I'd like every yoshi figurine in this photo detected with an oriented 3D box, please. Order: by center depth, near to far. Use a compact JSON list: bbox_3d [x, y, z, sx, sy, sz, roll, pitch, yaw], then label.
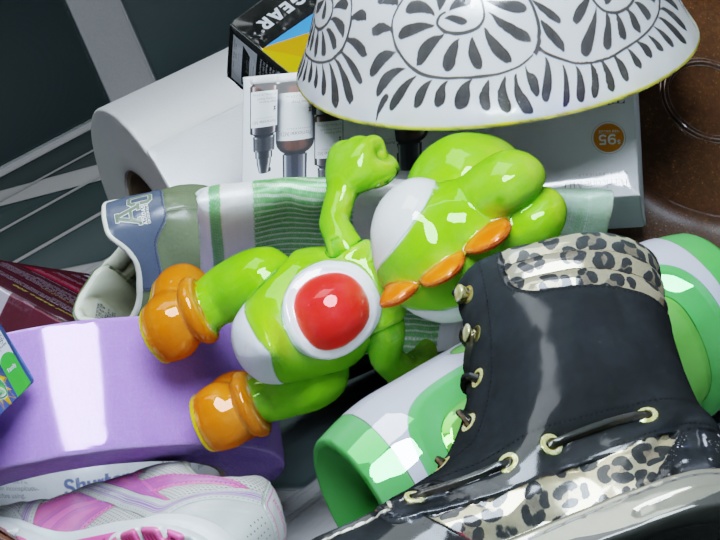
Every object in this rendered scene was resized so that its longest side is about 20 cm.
[{"bbox_3d":[0.006,0.000,0.866,0.199,0.112,0.113,-27,53,21],"label":"yoshi figurine"}]

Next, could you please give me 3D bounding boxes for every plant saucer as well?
[{"bbox_3d":[0.181,-0.083,1.015,0.199,0.201,0.035,-30,-19,-29],"label":"plant saucer"}]

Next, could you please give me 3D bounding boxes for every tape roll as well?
[{"bbox_3d":[-0.140,0.084,0.969,0.198,0.066,0.200,-10,-18,-3],"label":"tape roll"},{"bbox_3d":[-0.077,-0.046,1.302,0.138,0.204,0.202,-26,13,-18],"label":"tape roll"}]

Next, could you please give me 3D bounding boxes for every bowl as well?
[{"bbox_3d":[0.061,-0.147,0.920,0.199,0.095,0.201,-7,25,3],"label":"bowl"}]

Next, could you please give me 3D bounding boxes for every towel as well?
[{"bbox_3d":[0.018,0.003,0.957,0.198,0.153,0.024,3,57,0],"label":"towel"}]

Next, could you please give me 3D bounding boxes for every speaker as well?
[{"bbox_3d":[0.081,0.059,0.837,0.199,0.089,0.088,-28,13,-21],"label":"speaker"}]

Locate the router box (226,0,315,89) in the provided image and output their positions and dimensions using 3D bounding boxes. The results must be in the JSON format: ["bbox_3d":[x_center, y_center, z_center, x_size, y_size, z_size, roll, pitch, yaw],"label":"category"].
[{"bbox_3d":[0.046,-0.133,1.071,0.200,0.149,0.051,-41,-21,-28],"label":"router box"}]

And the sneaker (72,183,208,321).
[{"bbox_3d":[-0.116,0.025,1.056,0.089,0.201,0.068,0,49,-17],"label":"sneaker"}]

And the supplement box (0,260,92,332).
[{"bbox_3d":[-0.177,0.043,1.160,0.108,0.061,0.200,26,4,19],"label":"supplement box"}]

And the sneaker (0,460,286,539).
[{"bbox_3d":[-0.110,0.138,0.905,0.199,0.082,0.088,-5,17,39],"label":"sneaker"}]

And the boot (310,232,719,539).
[{"bbox_3d":[0.043,0.073,0.741,0.202,0.074,0.155,-16,44,7],"label":"boot"}]

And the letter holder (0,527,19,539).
[{"bbox_3d":[-0.172,0.182,0.798,0.199,0.142,0.101,-14,47,52],"label":"letter holder"}]

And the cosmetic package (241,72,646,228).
[{"bbox_3d":[0.041,-0.060,0.958,0.198,0.083,0.051,-4,-17,10],"label":"cosmetic package"}]

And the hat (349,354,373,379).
[{"bbox_3d":[-0.023,-0.046,1.126,0.199,0.177,0.166,-17,-25,-31],"label":"hat"}]

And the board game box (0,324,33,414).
[{"bbox_3d":[-0.253,0.098,0.837,0.199,0.035,0.135,-25,12,21],"label":"board game box"}]
